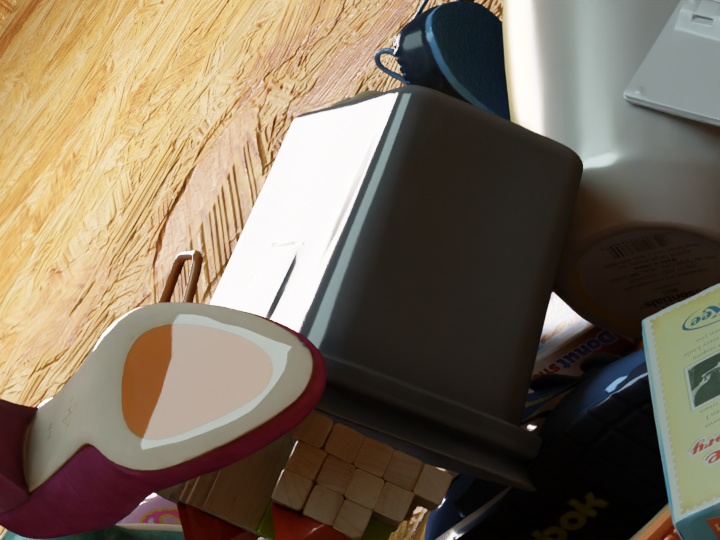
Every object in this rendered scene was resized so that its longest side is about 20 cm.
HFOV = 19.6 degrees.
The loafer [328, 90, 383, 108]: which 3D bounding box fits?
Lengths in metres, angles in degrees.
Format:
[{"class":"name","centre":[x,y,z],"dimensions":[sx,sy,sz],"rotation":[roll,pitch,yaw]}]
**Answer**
[{"class":"loafer","centre":[0.005,-0.006,1.026],"dimensions":[0.068,0.200,0.076],"rotation":[15,50,30]}]

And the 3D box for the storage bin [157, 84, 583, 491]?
[{"class":"storage bin","centre":[0.000,0.000,0.861],"dimensions":[0.200,0.146,0.134],"rotation":[-4,66,71]}]

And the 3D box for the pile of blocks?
[{"class":"pile of blocks","centre":[-0.031,0.091,0.810],"dimensions":[0.062,0.082,0.200],"rotation":[-65,23,-9]}]

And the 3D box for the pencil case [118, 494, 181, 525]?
[{"class":"pencil case","centre":[-0.088,0.141,1.056],"dimensions":[0.087,0.087,0.200],"rotation":[-34,2,45]}]

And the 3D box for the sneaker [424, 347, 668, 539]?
[{"class":"sneaker","centre":[0.095,0.072,0.867],"dimensions":[0.200,0.074,0.082],"rotation":[-39,23,35]}]

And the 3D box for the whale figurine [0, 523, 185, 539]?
[{"class":"whale figurine","centre":[-0.078,0.166,0.922],"dimensions":[0.159,0.200,0.104],"rotation":[-53,30,-5]}]

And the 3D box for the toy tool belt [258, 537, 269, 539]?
[{"class":"toy tool belt","centre":[-0.017,0.170,0.833],"dimensions":[0.125,0.123,0.200],"rotation":[-16,18,-4]}]

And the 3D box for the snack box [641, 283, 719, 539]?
[{"class":"snack box","centre":[0.193,0.020,0.692],"dimensions":[0.200,0.037,0.116],"rotation":[-26,29,18]}]

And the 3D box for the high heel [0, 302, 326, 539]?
[{"class":"high heel","centre":[-0.074,0.066,0.786],"dimensions":[0.200,0.096,0.067],"rotation":[-20,56,33]}]

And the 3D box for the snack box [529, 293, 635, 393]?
[{"class":"snack box","centre":[0.120,-0.029,1.043],"dimensions":[0.072,0.024,0.200],"rotation":[-36,27,43]}]

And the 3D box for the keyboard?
[{"class":"keyboard","centre":[0.196,-0.065,0.792],"dimensions":[0.200,0.011,0.056],"rotation":[19,73,35]}]

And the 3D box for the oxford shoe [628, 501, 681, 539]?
[{"class":"oxford shoe","centre":[0.091,0.142,0.767],"dimensions":[0.200,0.071,0.073],"rotation":[-53,15,5]}]

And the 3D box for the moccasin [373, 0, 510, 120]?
[{"class":"moccasin","centre":[0.057,-0.091,1.109],"dimensions":[0.068,0.200,0.080],"rotation":[-18,78,21]}]

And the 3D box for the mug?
[{"class":"mug","centre":[0.127,-0.044,0.919],"dimensions":[0.187,0.149,0.153],"rotation":[114,167,-52]}]

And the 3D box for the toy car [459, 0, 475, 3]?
[{"class":"toy car","centre":[0.127,-0.196,1.081],"dimensions":[0.200,0.164,0.158],"rotation":[-58,19,-18]}]
